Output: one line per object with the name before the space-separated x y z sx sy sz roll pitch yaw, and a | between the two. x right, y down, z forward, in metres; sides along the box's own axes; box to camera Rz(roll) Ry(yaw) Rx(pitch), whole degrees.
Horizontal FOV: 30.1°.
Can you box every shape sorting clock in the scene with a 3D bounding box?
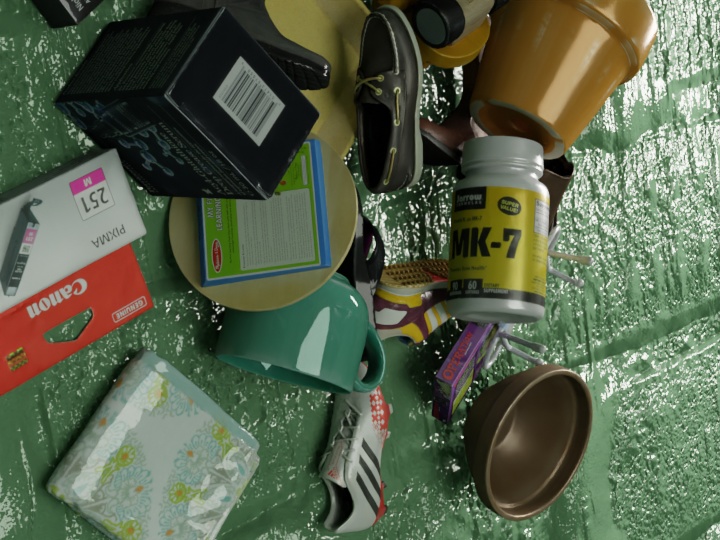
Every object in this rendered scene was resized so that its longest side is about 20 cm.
shape sorting clock | -0.099 -0.055 1.360 0.039 0.198 0.202 69 42 -70

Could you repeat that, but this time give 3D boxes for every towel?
towel | -0.203 0.203 1.369 0.200 0.048 0.172 47 63 -34

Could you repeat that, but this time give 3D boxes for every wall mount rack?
wall mount rack | 0.219 0.041 1.611 0.201 0.074 0.174 -62 167 -6

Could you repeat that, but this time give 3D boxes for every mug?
mug | -0.062 0.059 1.422 0.185 0.151 0.116 38 65 -66

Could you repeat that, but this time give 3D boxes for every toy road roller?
toy road roller | 0.062 -0.315 1.534 0.200 0.146 0.123 47 57 8

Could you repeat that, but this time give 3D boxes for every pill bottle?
pill bottle | 0.159 -0.045 1.539 0.114 0.114 0.202 12 78 -41

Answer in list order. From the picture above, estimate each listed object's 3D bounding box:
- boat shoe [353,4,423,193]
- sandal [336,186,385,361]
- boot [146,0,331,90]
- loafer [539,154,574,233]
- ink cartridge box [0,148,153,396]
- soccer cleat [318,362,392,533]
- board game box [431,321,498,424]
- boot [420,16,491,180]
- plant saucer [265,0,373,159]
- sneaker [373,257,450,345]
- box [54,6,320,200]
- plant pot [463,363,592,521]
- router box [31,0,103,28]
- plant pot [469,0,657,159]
boat shoe | 0.026 -0.185 1.460 0.060 0.071 0.203 -19 109 -43
sandal | 0.000 0.001 1.509 0.048 0.075 0.203 -11 101 -28
boot | -0.105 -0.271 1.340 0.198 0.070 0.133 22 72 -6
loafer | 0.231 -0.116 1.701 0.073 0.071 0.202 -25 121 -37
ink cartridge box | -0.291 0.002 1.277 0.199 0.043 0.175 -32 113 -35
soccer cleat | -0.012 0.204 1.529 0.085 0.068 0.202 -13 106 -44
board game box | 0.148 0.082 1.642 0.201 0.032 0.120 -55 168 -25
boot | 0.132 -0.219 1.619 0.187 0.068 0.202 18 81 -41
plant saucer | -0.066 -0.225 1.454 0.200 0.048 0.201 45 66 -35
sneaker | 0.076 0.041 1.598 0.199 0.075 0.091 -1 117 -46
box | -0.166 -0.154 1.269 0.148 0.199 0.108 45 65 -34
plant pot | 0.195 0.203 1.681 0.200 0.092 0.203 -20 121 -37
router box | -0.283 -0.354 1.246 0.158 0.052 0.201 -52 124 -26
plant pot | 0.220 -0.241 1.570 0.200 0.199 0.184 39 72 -36
